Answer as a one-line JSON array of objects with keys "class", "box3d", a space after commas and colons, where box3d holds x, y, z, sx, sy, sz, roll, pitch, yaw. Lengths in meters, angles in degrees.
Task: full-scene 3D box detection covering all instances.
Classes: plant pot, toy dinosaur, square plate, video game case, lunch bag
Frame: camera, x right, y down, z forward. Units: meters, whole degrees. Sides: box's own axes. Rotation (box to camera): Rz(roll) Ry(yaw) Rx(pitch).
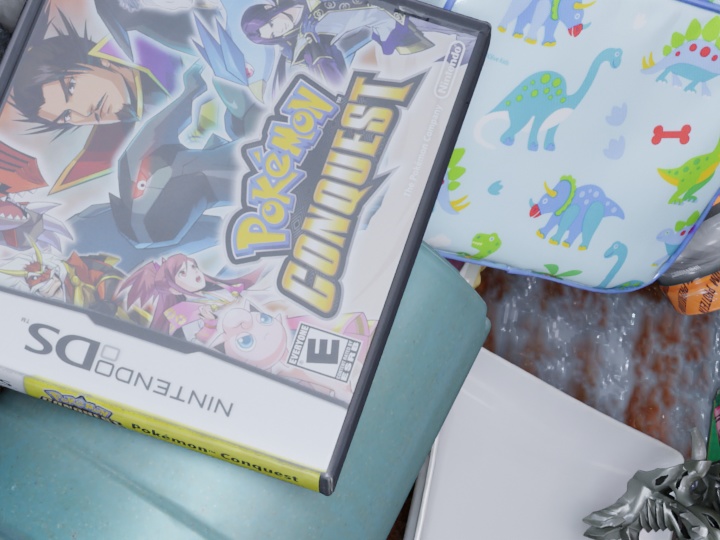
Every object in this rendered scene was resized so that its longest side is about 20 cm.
[{"class": "plant pot", "box3d": [-0.056, 0.063, 1.095, 0.200, 0.200, 0.197, 36, 79, -22]}, {"class": "toy dinosaur", "box3d": [0.191, 0.149, 1.252, 0.200, 0.136, 0.102, -43, 152, 11]}, {"class": "square plate", "box3d": [0.075, 0.156, 1.250, 0.198, 0.028, 0.202, 28, 70, -45]}, {"class": "video game case", "box3d": [-0.064, -0.033, 1.026, 0.179, 0.026, 0.201, 18, 70, 6]}, {"class": "lunch bag", "box3d": [0.083, -0.081, 1.154, 0.199, 0.083, 0.161, 12, 118, -35]}]

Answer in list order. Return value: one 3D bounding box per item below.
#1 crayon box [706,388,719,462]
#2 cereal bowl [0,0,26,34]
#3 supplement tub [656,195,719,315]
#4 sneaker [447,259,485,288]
[{"class": "crayon box", "box3d": [0.231, 0.169, 1.348, 0.118, 0.058, 0.202, 16, 77, -28]}, {"class": "cereal bowl", "box3d": [-0.097, -0.153, 1.163, 0.199, 0.083, 0.201, 14, 53, -18]}, {"class": "supplement tub", "box3d": [0.149, -0.087, 1.294, 0.122, 0.122, 0.201, -36, 103, -28]}, {"class": "sneaker", "box3d": [0.000, 0.000, 1.226, 0.090, 0.075, 0.201, 28, 70, -30]}]
